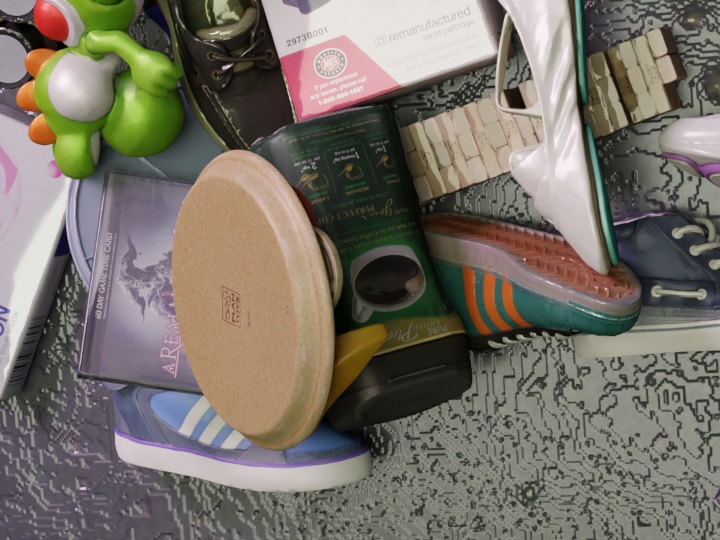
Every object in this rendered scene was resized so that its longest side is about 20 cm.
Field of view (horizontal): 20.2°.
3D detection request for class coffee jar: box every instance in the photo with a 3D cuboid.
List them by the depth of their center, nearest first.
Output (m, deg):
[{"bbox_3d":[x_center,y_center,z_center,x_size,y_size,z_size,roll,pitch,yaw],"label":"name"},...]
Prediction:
[{"bbox_3d":[0.000,0.000,1.325,0.104,0.085,0.201,-13,80,-22],"label":"coffee jar"}]

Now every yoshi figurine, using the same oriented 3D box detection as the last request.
[{"bbox_3d":[-0.156,-0.158,1.338,0.111,0.112,0.201,17,112,18],"label":"yoshi figurine"}]

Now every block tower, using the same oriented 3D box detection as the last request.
[{"bbox_3d":[0.119,-0.101,1.351,0.199,0.058,0.054,-21,89,18],"label":"block tower"}]

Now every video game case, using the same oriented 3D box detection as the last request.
[{"bbox_3d":[-0.083,0.016,1.362,0.198,0.019,0.144,9,74,-9],"label":"video game case"}]

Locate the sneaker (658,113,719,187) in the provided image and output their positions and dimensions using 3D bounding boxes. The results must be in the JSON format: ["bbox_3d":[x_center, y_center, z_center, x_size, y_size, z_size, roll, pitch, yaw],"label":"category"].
[{"bbox_3d":[0.293,-0.101,1.306,0.198,0.075,0.100,-2,76,16],"label":"sneaker"}]

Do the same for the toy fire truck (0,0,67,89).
[{"bbox_3d":[-0.290,-0.241,1.415,0.199,0.129,0.177,16,118,6],"label":"toy fire truck"}]

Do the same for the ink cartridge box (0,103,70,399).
[{"bbox_3d":[-0.310,-0.034,1.486,0.199,0.043,0.198,23,101,11],"label":"ink cartridge box"}]

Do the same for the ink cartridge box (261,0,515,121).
[{"bbox_3d":[0.003,-0.217,1.356,0.144,0.084,0.201,-18,90,14],"label":"ink cartridge box"}]

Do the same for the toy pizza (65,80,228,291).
[{"bbox_3d":[-0.104,-0.035,1.398,0.199,0.032,0.202,3,74,-10],"label":"toy pizza"}]

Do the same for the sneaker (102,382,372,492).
[{"bbox_3d":[-0.085,0.069,1.411,0.199,0.081,0.148,6,101,21],"label":"sneaker"}]

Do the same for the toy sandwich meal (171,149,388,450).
[{"bbox_3d":[-0.052,0.020,1.255,0.205,0.070,0.207,23,118,54],"label":"toy sandwich meal"}]

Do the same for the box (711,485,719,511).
[{"bbox_3d":[0.350,0.134,1.284,0.200,0.107,0.149,-42,83,15],"label":"box"}]

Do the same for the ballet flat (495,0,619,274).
[{"bbox_3d":[0.121,-0.093,1.286,0.069,0.069,0.202,-9,83,16],"label":"ballet flat"}]

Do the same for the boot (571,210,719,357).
[{"bbox_3d":[0.229,0.004,1.320,0.199,0.073,0.091,-6,94,19],"label":"boot"}]

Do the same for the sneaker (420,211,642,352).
[{"bbox_3d":[0.107,0.020,1.335,0.199,0.071,0.081,21,119,47],"label":"sneaker"}]

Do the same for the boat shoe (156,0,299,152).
[{"bbox_3d":[-0.093,-0.159,1.362,0.071,0.066,0.202,-24,96,-11],"label":"boat shoe"}]

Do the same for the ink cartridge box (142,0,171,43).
[{"bbox_3d":[-0.128,-0.249,1.417,0.094,0.037,0.201,-24,91,16],"label":"ink cartridge box"}]
